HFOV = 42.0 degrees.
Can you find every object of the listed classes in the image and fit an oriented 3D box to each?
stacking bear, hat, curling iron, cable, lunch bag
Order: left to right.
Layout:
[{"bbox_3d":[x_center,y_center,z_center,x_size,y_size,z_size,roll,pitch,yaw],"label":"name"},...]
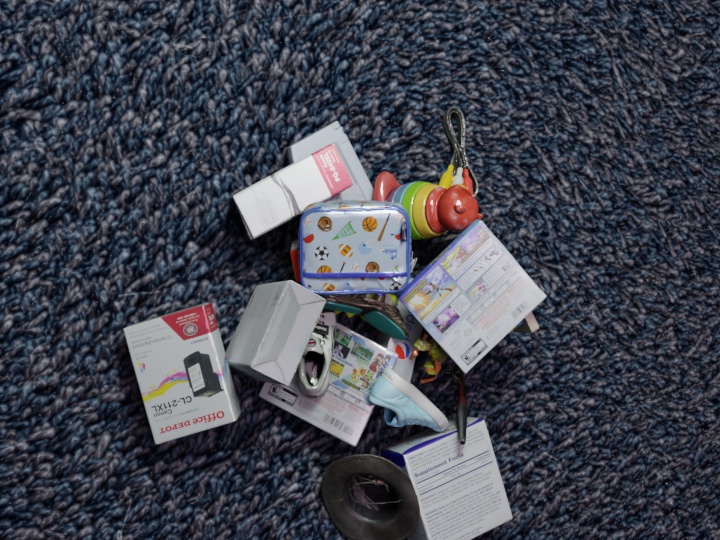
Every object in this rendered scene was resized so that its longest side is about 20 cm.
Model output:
[{"bbox_3d":[-0.005,-0.033,1.558,0.196,0.076,0.163,1,103,-1],"label":"lunch bag"},{"bbox_3d":[0.023,0.399,1.712,0.197,0.081,0.204,5,117,10],"label":"hat"},{"bbox_3d":[0.129,-0.113,1.717,0.121,0.198,0.116,26,75,-44],"label":"stacking bear"},{"bbox_3d":[0.183,0.250,1.763,0.049,0.026,0.202,33,33,-23],"label":"curling iron"},{"bbox_3d":[0.201,-0.221,1.852,0.096,0.050,0.204,10,84,-20],"label":"cable"}]

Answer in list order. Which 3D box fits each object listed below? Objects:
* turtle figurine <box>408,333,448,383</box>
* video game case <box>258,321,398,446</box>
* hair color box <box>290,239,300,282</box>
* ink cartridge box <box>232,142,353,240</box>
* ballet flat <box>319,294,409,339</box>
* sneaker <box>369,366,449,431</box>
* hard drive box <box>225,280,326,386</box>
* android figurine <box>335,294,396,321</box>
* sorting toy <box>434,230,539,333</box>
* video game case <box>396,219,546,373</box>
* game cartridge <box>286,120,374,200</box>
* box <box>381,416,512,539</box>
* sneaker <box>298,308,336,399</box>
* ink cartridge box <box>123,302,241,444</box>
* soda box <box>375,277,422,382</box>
[{"bbox_3d":[0.146,0.125,1.742,0.063,0.200,0.164,10,76,21],"label":"turtle figurine"},{"bbox_3d":[-0.057,0.190,1.692,0.198,0.022,0.184,27,79,2],"label":"video game case"},{"bbox_3d":[-0.020,-0.034,1.644,0.196,0.102,0.062,-11,101,1],"label":"hair color box"},{"bbox_3d":[-0.122,-0.136,1.634,0.198,0.145,0.084,-28,96,-6],"label":"ink cartridge box"},{"bbox_3d":[0.011,0.056,1.676,0.198,0.068,0.076,24,66,-23],"label":"ballet flat"},{"bbox_3d":[0.082,0.251,1.696,0.082,0.074,0.200,-48,125,-1],"label":"sneaker"},{"bbox_3d":[-0.151,0.105,1.600,0.076,0.199,0.158,28,78,-19],"label":"hard drive box"},{"bbox_3d":[0.000,0.000,1.722,0.198,0.041,0.183,-33,100,2],"label":"android figurine"},{"bbox_3d":[0.222,0.036,1.766,0.069,0.198,0.202,-30,98,-16],"label":"sorting toy"},{"bbox_3d":[0.194,0.045,1.649,0.200,0.045,0.182,-43,99,1],"label":"video game case"},{"bbox_3d":[-0.052,-0.160,1.751,0.132,0.040,0.202,-31,98,-25],"label":"game cartridge"},{"bbox_3d":[0.162,0.401,1.763,0.182,0.105,0.203,-18,94,-23],"label":"box"},{"bbox_3d":[-0.078,0.121,1.650,0.073,0.089,0.204,-2,78,-2],"label":"sneaker"},{"bbox_3d":[-0.296,0.171,1.574,0.143,0.083,0.203,-16,92,-2],"label":"ink cartridge box"},{"bbox_3d":[0.073,0.117,1.765,0.063,0.068,0.203,18,80,-19],"label":"soda box"}]
